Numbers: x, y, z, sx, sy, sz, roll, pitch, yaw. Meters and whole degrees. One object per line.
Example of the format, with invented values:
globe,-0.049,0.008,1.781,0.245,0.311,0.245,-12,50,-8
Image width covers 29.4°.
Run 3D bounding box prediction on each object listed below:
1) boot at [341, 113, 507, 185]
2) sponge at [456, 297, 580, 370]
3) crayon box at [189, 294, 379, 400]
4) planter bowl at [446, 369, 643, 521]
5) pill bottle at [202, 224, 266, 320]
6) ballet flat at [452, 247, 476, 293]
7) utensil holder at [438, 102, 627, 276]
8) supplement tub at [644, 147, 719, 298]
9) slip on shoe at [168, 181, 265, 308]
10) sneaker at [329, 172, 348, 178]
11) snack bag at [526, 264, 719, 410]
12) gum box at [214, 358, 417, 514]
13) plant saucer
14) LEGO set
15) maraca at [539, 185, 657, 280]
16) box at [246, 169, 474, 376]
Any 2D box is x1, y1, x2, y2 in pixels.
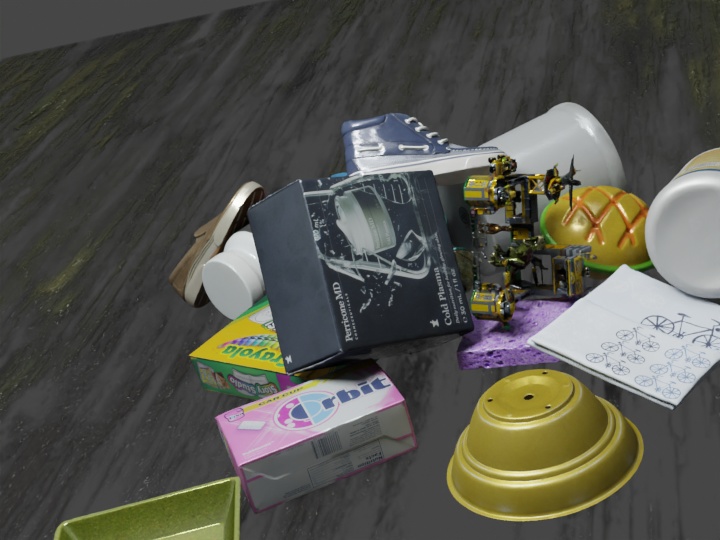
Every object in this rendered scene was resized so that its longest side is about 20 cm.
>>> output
boot,0.078,-0.151,1.666,0.200,0.090,0.073,-8,-11,-9
sponge,0.216,0.069,1.585,0.200,0.030,0.112,-6,26,21
crayon box,-0.079,0.092,1.681,0.200,0.058,0.173,6,32,40
planter bowl,0.174,0.156,1.362,0.200,0.084,0.200,-13,25,6
pill bottle,-0.114,-0.019,1.871,0.116,0.116,0.200,8,33,42
ballet flat,0.052,0.021,1.758,0.200,0.071,0.071,-13,24,12
utensil holder,0.217,-0.105,1.788,0.200,0.170,0.170,-25,26,-16
supplement tub,0.418,-0.062,1.576,0.145,0.145,0.200,-3,15,26
slip on shoe,-0.202,-0.044,1.899,0.061,0.200,0.076,37,23,20
sneaker,-0.047,-0.039,1.808,0.073,0.082,0.200,-2,42,47
snack bag,0.313,0.065,1.487,0.188,0.021,0.200,24,41,36
gum box,-0.043,0.172,1.478,0.200,0.066,0.114,-20,26,-10
plant saucer,-0.207,0.297,1.339,0.200,0.048,0.200,-15,24,2
LEGO set,0.202,-0.033,1.567,0.116,0.200,0.154,3,6,35
maraca,0.318,-0.043,1.676,0.200,0.107,0.137,8,48,-2
box,0.000,0.000,1.566,0.196,0.200,0.124,-8,-11,-36
